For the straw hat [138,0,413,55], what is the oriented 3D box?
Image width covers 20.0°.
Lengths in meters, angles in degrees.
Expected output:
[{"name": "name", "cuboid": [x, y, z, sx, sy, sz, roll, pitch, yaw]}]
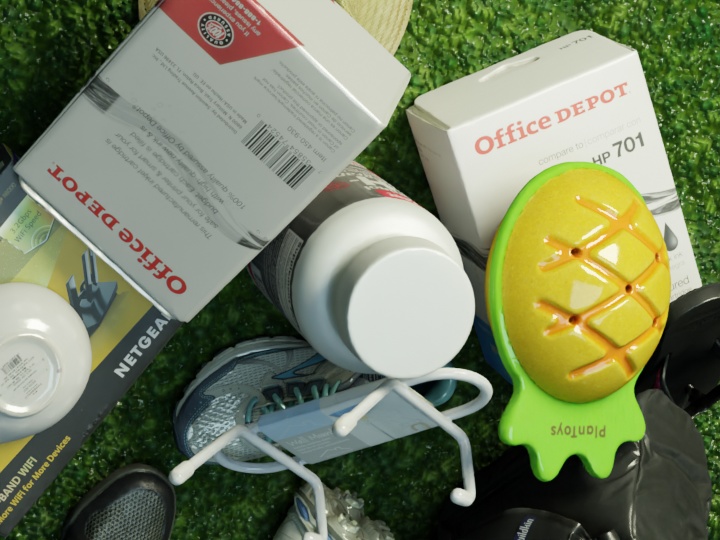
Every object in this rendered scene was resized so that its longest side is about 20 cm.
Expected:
[{"name": "straw hat", "cuboid": [-0.042, -0.168, 1.284, 0.200, 0.085, 0.203, -5, 107, -16]}]

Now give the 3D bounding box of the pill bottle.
[{"name": "pill bottle", "cuboid": [0.000, 0.000, 1.284, 0.110, 0.200, 0.112, -5, 107, -17]}]

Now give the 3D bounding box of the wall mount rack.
[{"name": "wall mount rack", "cuboid": [-0.020, 0.111, 1.260, 0.199, 0.075, 0.174, -19, 147, 25]}]

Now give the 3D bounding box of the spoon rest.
[{"name": "spoon rest", "cuboid": [-0.253, 0.088, 1.257, 0.200, 0.061, 0.100, -40, 114, -18]}]

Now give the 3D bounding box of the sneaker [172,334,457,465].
[{"name": "sneaker", "cuboid": [-0.028, 0.082, 1.361, 0.199, 0.086, 0.078, -19, 111, -11]}]

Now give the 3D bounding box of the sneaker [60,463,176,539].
[{"name": "sneaker", "cuboid": [-0.178, 0.227, 1.343, 0.076, 0.114, 0.200, 36, 91, -25]}]

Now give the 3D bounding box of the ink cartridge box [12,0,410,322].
[{"name": "ink cartridge box", "cuboid": [-0.091, -0.089, 1.235, 0.147, 0.083, 0.200, 42, 120, -10]}]

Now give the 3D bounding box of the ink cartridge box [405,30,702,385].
[{"name": "ink cartridge box", "cuboid": [0.134, -0.040, 1.378, 0.146, 0.086, 0.201, -23, 113, -10]}]

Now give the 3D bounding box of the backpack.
[{"name": "backpack", "cuboid": [0.141, 0.185, 1.392, 0.127, 0.167, 0.200, 43, 130, -19]}]

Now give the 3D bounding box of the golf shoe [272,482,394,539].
[{"name": "golf shoe", "cuboid": [0.000, 0.236, 1.365, 0.078, 0.200, 0.097, 25, 108, -43]}]

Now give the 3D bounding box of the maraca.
[{"name": "maraca", "cuboid": [0.137, 0.032, 1.287, 0.136, 0.107, 0.202, 1, 91, -29]}]

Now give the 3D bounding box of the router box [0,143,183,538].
[{"name": "router box", "cuboid": [-0.228, 0.046, 1.305, 0.157, 0.052, 0.200, 39, 91, -23]}]

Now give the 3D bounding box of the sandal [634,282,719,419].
[{"name": "sandal", "cuboid": [0.227, 0.070, 1.399, 0.075, 0.200, 0.045, -24, 68, -7]}]
